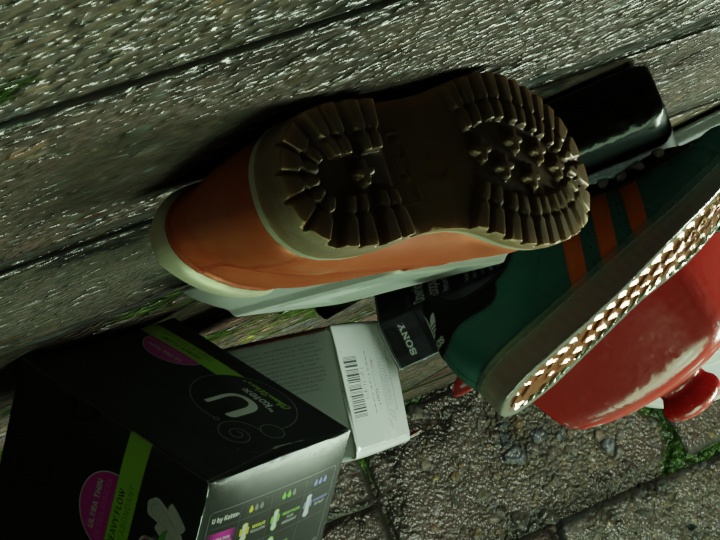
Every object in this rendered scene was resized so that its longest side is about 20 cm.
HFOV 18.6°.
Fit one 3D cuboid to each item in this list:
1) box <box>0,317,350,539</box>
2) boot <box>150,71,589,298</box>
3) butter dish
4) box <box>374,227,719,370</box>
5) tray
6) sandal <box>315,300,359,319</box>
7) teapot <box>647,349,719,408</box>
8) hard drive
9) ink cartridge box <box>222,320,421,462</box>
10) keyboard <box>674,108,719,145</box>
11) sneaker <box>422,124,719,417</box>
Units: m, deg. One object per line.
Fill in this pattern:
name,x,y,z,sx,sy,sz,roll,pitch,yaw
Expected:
box,-0.117,0.154,1.236,0.124,0.148,0.200,-16,128,-50
boot,0.007,-0.031,0.916,0.200,0.075,0.107,-4,166,-44
butter dish,0.182,0.037,1.470,0.199,0.148,0.200,-38,-172,22
box,0.102,-0.016,1.281,0.200,0.036,0.143,-22,-164,5
tray,0.000,0.000,1.126,0.107,0.022,0.200,-6,175,-33
sandal,0.069,-0.001,1.405,0.200,0.055,0.082,-17,172,-14
teapot,0.251,0.006,1.762,0.200,0.146,0.197,-2,136,-22
hard drive,0.096,-0.055,1.160,0.139,0.033,0.200,-23,174,8
ink cartridge box,-0.079,0.092,1.402,0.200,0.084,0.176,-13,177,15
keyboard,0.228,-0.097,1.393,0.200,0.011,0.056,-26,178,31
sneaker,0.118,-0.018,1.134,0.200,0.080,0.071,-41,161,-12
